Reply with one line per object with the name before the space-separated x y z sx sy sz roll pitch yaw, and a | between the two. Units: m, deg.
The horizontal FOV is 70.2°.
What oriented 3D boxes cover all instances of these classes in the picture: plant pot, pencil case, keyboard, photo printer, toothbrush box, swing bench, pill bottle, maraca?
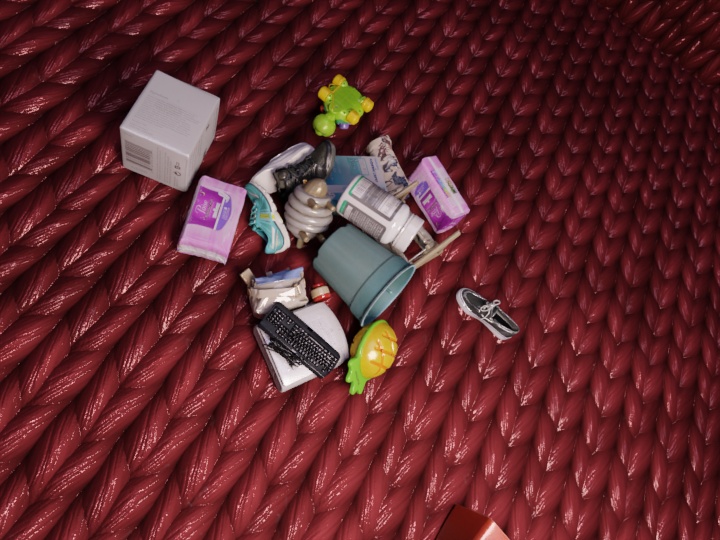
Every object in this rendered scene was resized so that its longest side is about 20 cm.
plant pot | 0.246 0.654 1.091 0.176 0.200 0.200 -38 85 -19
pencil case | 0.084 -0.303 1.515 0.089 0.078 0.200 -21 74 -1
keyboard | -0.137 0.166 1.148 0.200 0.040 0.104 41 63 -10
photo printer | -0.132 0.173 1.218 0.200 0.069 0.167 -21 78 -29
plant pot | 0.000 0.000 1.270 0.196 0.200 0.200 42 58 13
toothbrush box | -0.036 -0.238 1.436 0.199 0.085 0.147 -3 67 -24
swing bench | 0.123 -0.104 1.403 0.200 0.130 0.199 -32 79 -26
pill bottle | 0.049 -0.138 1.262 0.200 0.113 0.113 35 59 4
maraca | 0.022 0.206 1.234 0.107 0.137 0.200 9 43 32

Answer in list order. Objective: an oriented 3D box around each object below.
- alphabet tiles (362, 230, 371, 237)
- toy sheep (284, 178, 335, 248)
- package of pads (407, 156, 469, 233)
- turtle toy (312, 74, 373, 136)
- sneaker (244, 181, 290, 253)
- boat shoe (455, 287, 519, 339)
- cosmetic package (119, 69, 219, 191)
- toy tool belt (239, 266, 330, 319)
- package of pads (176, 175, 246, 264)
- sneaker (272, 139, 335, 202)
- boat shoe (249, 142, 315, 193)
alphabet tiles | 0.025 -0.014 1.399 0.200 0.015 0.196 -27 79 -30
toy sheep | -0.131 -0.142 1.300 0.138 0.200 0.138 20 24 -9
package of pads | 0.221 -0.220 1.501 0.076 0.121 0.200 -23 77 -28
turtle toy | -0.066 -0.476 1.522 0.146 0.101 0.200 40 59 0
sneaker | -0.250 -0.136 1.309 0.080 0.078 0.200 -25 83 -18
boat shoe | 0.360 0.116 1.443 0.199 0.068 0.074 45 59 3
cosmetic package | -0.466 -0.340 1.263 0.165 0.165 0.200 22 62 -11
toy tool belt | -0.179 0.033 1.233 0.200 0.125 0.123 -15 79 -24
package of pads | -0.363 -0.123 1.257 0.120 0.076 0.200 17 62 -16
sneaker | -0.149 -0.256 1.322 0.114 0.199 0.076 11 37 -50
boat shoe | -0.214 -0.279 1.376 0.200 0.072 0.069 -38 40 1
